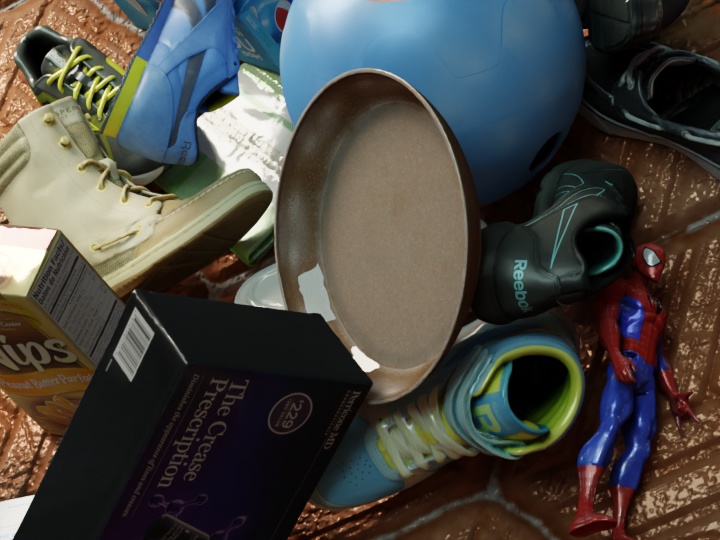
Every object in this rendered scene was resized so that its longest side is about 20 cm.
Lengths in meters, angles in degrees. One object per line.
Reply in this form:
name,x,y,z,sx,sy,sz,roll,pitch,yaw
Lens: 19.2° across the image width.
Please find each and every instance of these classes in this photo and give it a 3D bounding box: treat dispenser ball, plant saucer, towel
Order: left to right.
towel,-0.049,-0.106,1.541,0.200,0.031,0.149,-46,47,-5
plant saucer,0.014,-0.021,1.275,0.200,0.032,0.201,7,99,55
treat dispenser ball,0.047,-0.136,1.391,0.200,0.201,0.201,-14,53,19

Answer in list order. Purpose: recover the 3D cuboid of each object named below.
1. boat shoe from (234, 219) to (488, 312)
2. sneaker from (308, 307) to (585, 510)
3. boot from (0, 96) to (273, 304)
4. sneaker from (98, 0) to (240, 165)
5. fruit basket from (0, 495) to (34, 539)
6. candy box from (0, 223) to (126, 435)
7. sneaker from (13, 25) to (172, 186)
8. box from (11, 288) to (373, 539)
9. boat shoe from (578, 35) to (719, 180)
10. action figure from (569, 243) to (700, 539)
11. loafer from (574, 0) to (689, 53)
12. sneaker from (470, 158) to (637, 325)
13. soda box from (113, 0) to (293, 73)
boat shoe,0.000,0.000,1.408,0.199,0.070,0.071,-8,55,23
sneaker,0.048,0.091,1.279,0.200,0.080,0.131,-34,11,3
boot,-0.169,-0.059,1.488,0.200,0.073,0.156,-32,75,24
sneaker,-0.113,-0.155,1.474,0.078,0.066,0.200,23,57,-5
fruit basket,-0.264,0.237,1.387,0.185,0.094,0.200,-14,37,19
candy box,-0.203,0.044,1.398,0.115,0.200,0.055,5,60,31
sneaker,-0.199,-0.124,1.576,0.075,0.085,0.200,-51,41,-10
box,-0.103,0.119,1.277,0.079,0.141,0.200,49,120,40
boat shoe,0.200,-0.116,1.384,0.072,0.068,0.200,-45,49,-7
action figure,0.165,0.071,1.278,0.052,0.065,0.201,-23,48,41
loafer,0.180,-0.184,1.388,0.072,0.073,0.200,-3,16,-2
sneaker,0.138,-0.016,1.302,0.079,0.076,0.200,-5,20,31
soda box,-0.115,-0.210,1.597,0.200,0.068,0.064,22,70,47
